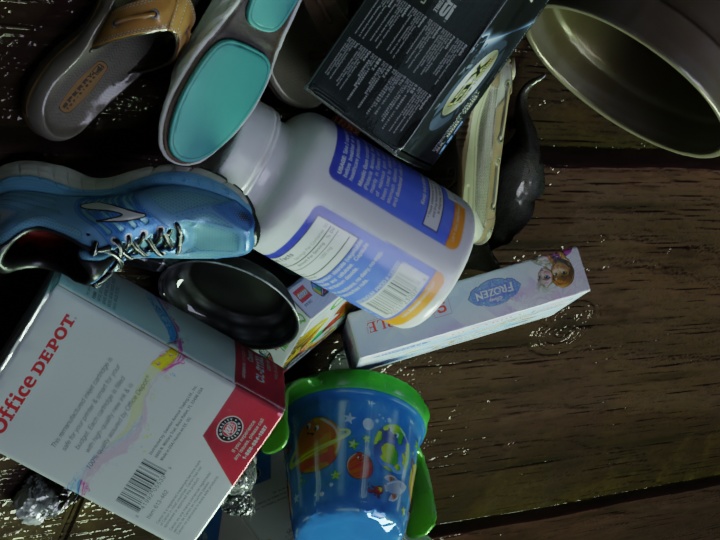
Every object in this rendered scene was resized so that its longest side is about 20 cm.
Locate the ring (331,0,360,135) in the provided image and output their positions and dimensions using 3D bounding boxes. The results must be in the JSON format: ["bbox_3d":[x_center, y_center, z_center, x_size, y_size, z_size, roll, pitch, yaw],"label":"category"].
[{"bbox_3d":[-0.058,-0.129,1.328,0.200,0.019,0.201,-25,140,-22],"label":"ring"}]

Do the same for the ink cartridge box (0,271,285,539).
[{"bbox_3d":[-0.178,0.097,1.312,0.199,0.083,0.146,31,108,-15],"label":"ink cartridge box"}]

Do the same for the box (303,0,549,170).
[{"bbox_3d":[0.063,-0.182,1.258,0.201,0.086,0.164,-55,171,5],"label":"box"}]

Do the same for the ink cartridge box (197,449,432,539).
[{"bbox_3d":[-0.043,0.271,1.604,0.147,0.200,0.145,-18,138,-30],"label":"ink cartridge box"}]

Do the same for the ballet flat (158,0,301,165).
[{"bbox_3d":[-0.088,-0.169,1.203,0.069,0.069,0.201,20,102,-51],"label":"ballet flat"}]

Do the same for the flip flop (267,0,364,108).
[{"bbox_3d":[-0.016,-0.207,1.234,0.081,0.058,0.201,4,117,-43],"label":"flip flop"}]

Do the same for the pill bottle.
[{"bbox_3d":[-0.023,-0.048,1.284,0.199,0.112,0.112,30,108,-21],"label":"pill bottle"}]

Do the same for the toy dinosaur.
[{"bbox_3d":[0.132,-0.069,1.496,0.077,0.102,0.201,28,112,-10],"label":"toy dinosaur"}]

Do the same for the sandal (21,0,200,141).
[{"bbox_3d":[-0.153,-0.162,1.169,0.200,0.055,0.082,-49,145,6],"label":"sandal"}]

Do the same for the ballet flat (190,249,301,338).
[{"bbox_3d":[-0.079,-0.003,1.411,0.200,0.068,0.062,-42,-176,-12],"label":"ballet flat"}]

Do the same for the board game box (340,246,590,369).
[{"bbox_3d":[0.084,0.038,1.488,0.199,0.041,0.200,-17,174,-5],"label":"board game box"}]

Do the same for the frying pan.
[{"bbox_3d":[-0.135,0.012,1.324,0.115,0.189,0.031,97,11,-57],"label":"frying pan"}]

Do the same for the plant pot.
[{"bbox_3d":[0.261,-0.221,1.415,0.174,0.199,0.200,-56,146,-10],"label":"plant pot"}]

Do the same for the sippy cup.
[{"bbox_3d":[-0.009,0.176,1.495,0.177,0.131,0.140,9,142,-9],"label":"sippy cup"}]

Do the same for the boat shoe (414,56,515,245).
[{"bbox_3d":[0.089,-0.122,1.380,0.063,0.073,0.202,6,89,-45],"label":"boat shoe"}]

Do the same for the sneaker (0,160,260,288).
[{"bbox_3d":[-0.169,-0.019,1.207,0.198,0.090,0.079,0,136,-1],"label":"sneaker"}]

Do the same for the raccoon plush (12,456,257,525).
[{"bbox_3d":[-0.176,0.186,1.443,0.200,0.134,0.097,-43,146,1],"label":"raccoon plush"}]

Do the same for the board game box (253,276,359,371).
[{"bbox_3d":[0.000,0.000,1.427,0.200,0.035,0.126,-40,171,-30],"label":"board game box"}]
